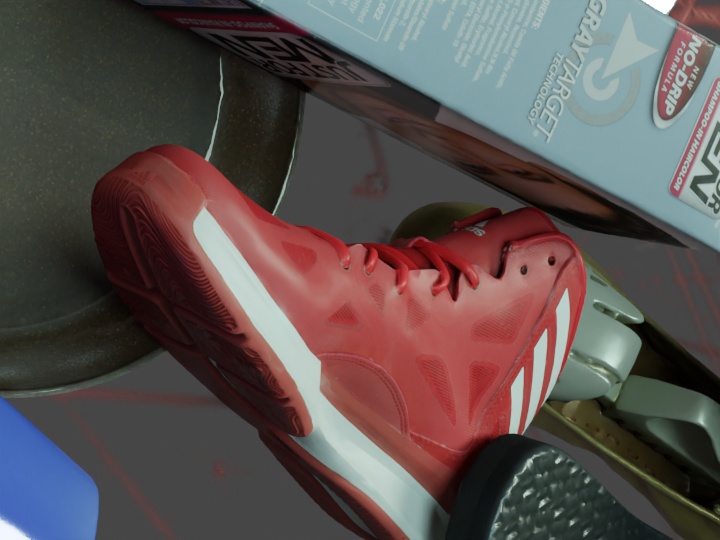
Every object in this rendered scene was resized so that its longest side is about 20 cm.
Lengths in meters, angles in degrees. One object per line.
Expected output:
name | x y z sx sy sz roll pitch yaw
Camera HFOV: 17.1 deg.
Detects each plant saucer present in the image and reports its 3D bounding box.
plant saucer | -0.110 -0.062 0.751 0.200 0.032 0.201 -3 96 -32

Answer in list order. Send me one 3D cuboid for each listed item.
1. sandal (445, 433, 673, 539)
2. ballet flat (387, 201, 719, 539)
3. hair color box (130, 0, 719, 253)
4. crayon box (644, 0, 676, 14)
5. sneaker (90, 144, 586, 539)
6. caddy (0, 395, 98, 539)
sandal | 0.076 0.114 0.846 0.075 0.048 0.201 -61 140 -20
ballet flat | 0.096 0.037 0.868 0.200 0.063 0.069 35 73 -27
hair color box | 0.024 -0.074 0.748 0.200 0.099 0.061 25 85 -27
crayon box | 0.026 -0.143 0.835 0.200 0.052 0.126 43 68 -25
sneaker | 0.000 0.000 0.764 0.116 0.078 0.200 -50 139 -15
caddy | -0.166 0.095 0.654 0.105 0.141 0.200 39 69 -29
